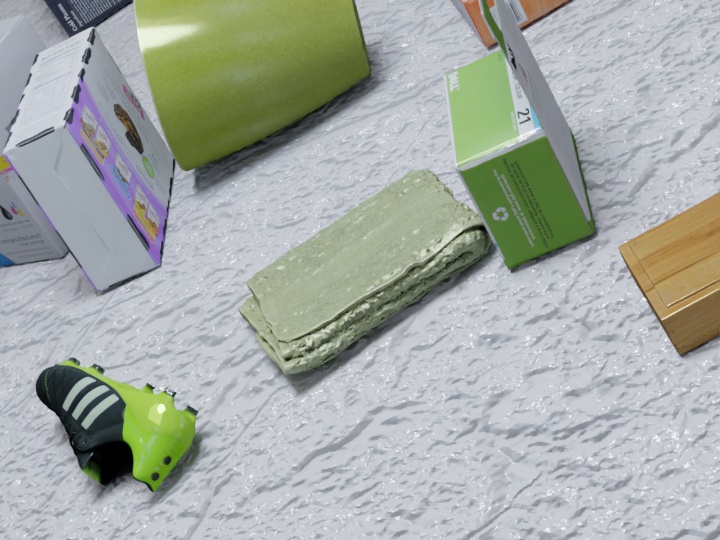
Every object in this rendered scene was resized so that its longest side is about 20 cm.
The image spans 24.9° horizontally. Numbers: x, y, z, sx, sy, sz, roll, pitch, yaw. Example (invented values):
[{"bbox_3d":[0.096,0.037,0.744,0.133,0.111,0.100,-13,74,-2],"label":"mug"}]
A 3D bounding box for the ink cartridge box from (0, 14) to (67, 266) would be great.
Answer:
[{"bbox_3d":[-0.369,-0.127,1.655,0.146,0.201,0.146,-7,39,37],"label":"ink cartridge box"}]

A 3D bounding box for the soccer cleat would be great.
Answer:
[{"bbox_3d":[-0.207,0.122,1.288,0.199,0.068,0.081,9,62,48],"label":"soccer cleat"}]

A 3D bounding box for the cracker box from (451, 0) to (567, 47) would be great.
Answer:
[{"bbox_3d":[0.142,-0.303,1.574,0.133,0.058,0.200,-29,31,4],"label":"cracker box"}]

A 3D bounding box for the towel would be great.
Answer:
[{"bbox_3d":[0.000,0.000,1.293,0.199,0.037,0.148,-35,30,-3],"label":"towel"}]

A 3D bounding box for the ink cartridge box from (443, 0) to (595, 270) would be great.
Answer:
[{"bbox_3d":[0.097,-0.127,1.221,0.075,0.201,0.148,-24,31,15],"label":"ink cartridge box"}]

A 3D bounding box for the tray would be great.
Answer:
[{"bbox_3d":[0.277,-0.029,1.077,0.199,0.037,0.099,-28,31,6],"label":"tray"}]

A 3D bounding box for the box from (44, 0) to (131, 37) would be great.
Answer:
[{"bbox_3d":[-0.347,-0.418,2.148,0.182,0.104,0.200,-35,30,-1],"label":"box"}]

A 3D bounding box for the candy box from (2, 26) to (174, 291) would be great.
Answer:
[{"bbox_3d":[-0.252,-0.108,1.551,0.071,0.168,0.201,-22,31,13],"label":"candy box"}]

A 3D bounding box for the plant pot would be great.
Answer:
[{"bbox_3d":[-0.096,-0.210,1.572,0.198,0.188,0.188,-13,33,3],"label":"plant pot"}]
